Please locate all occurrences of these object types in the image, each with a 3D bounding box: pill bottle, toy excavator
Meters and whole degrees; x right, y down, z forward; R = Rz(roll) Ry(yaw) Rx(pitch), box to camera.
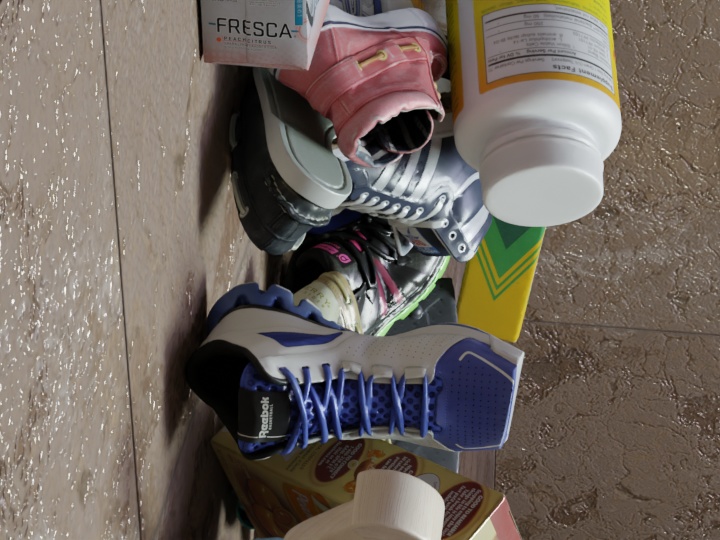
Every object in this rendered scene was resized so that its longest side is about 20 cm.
[{"bbox_3d":[0.112,-0.133,1.638,0.109,0.109,0.200,81,6,-61],"label":"pill bottle"},{"bbox_3d":[-0.029,0.186,1.402,0.200,0.194,0.100,61,30,-49],"label":"toy excavator"}]

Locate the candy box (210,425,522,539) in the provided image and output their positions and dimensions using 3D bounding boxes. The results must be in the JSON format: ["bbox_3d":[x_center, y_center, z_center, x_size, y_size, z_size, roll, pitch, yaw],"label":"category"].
[{"bbox_3d":[0.012,0.154,1.504,0.055,0.200,0.115,-47,137,-24],"label":"candy box"}]

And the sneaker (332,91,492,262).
[{"bbox_3d":[0.015,-0.049,1.659,0.200,0.070,0.109,-18,109,-40],"label":"sneaker"}]

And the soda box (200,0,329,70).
[{"bbox_3d":[-0.045,-0.197,1.481,0.200,0.064,0.068,-77,169,-54],"label":"soda box"}]

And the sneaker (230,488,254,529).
[{"bbox_3d":[-0.057,0.140,1.645,0.080,0.077,0.200,-57,152,-35],"label":"sneaker"}]

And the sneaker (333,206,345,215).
[{"bbox_3d":[-0.019,-0.132,1.730,0.080,0.076,0.200,-177,-82,-74],"label":"sneaker"}]

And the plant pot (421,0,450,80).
[{"bbox_3d":[0.060,-0.243,1.850,0.200,0.200,0.198,72,30,-72],"label":"plant pot"}]

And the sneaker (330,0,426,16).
[{"bbox_3d":[-0.023,-0.200,1.624,0.200,0.088,0.075,64,-8,-30],"label":"sneaker"}]

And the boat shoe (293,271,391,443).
[{"bbox_3d":[-0.008,0.091,1.681,0.063,0.073,0.200,-43,137,-27],"label":"boat shoe"}]

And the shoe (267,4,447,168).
[{"bbox_3d":[0.017,-0.110,1.558,0.091,0.071,0.200,52,21,16],"label":"shoe"}]

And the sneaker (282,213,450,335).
[{"bbox_3d":[0.000,0.000,1.733,0.200,0.077,0.084,-57,150,-20],"label":"sneaker"}]

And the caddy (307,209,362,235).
[{"bbox_3d":[0.018,-0.040,1.908,0.200,0.105,0.142,-71,163,-63],"label":"caddy"}]

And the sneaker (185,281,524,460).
[{"bbox_3d":[-0.015,0.074,1.431,0.115,0.199,0.081,-46,145,-60],"label":"sneaker"}]

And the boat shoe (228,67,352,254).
[{"bbox_3d":[-0.051,-0.076,1.531,0.060,0.076,0.200,-48,-164,18],"label":"boat shoe"}]

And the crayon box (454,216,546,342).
[{"bbox_3d":[0.111,-0.041,1.816,0.126,0.052,0.200,-72,175,-50],"label":"crayon box"}]

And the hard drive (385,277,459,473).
[{"bbox_3d":[0.002,0.102,1.785,0.042,0.135,0.200,133,-41,-74],"label":"hard drive"}]

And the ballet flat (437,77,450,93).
[{"bbox_3d":[0.062,-0.105,1.830,0.200,0.072,0.072,19,74,-58],"label":"ballet flat"}]
